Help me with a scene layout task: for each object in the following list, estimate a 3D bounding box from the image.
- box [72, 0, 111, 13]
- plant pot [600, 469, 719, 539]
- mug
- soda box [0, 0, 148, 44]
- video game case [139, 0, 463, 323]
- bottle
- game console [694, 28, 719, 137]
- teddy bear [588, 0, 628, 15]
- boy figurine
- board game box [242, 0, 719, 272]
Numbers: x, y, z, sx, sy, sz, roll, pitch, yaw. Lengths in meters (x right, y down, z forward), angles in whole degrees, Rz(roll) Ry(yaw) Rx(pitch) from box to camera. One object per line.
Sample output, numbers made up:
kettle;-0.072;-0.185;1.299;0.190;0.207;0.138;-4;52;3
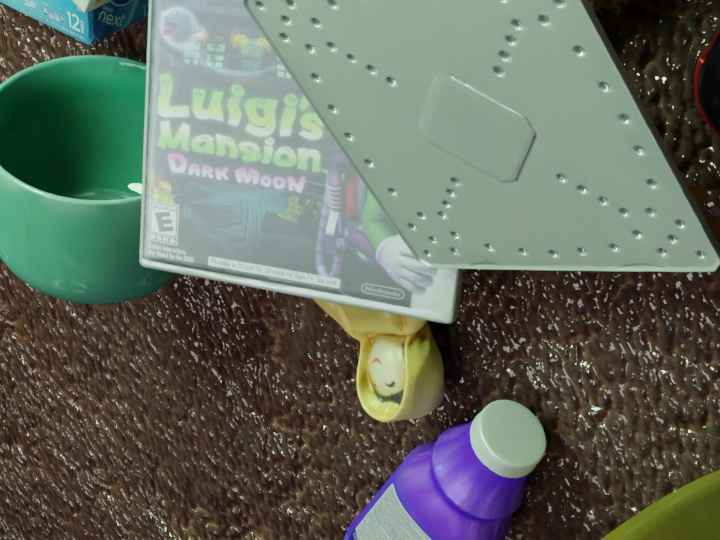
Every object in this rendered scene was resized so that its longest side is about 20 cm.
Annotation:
box;-0.126;-0.262;0.917;0.101;0.112;0.200;47;140;10
plant pot;0.186;0.227;0.892;0.200;0.176;0.200;47;138;9
mug;-0.163;-0.044;1.069;0.184;0.152;0.115;33;138;23
soda box;-0.226;-0.222;1.075;0.199;0.068;0.065;27;133;29
video game case;-0.030;-0.071;0.934;0.197;0.023;0.184;10;113;11
bottle;0.056;0.154;1.055;0.084;0.065;0.201;45;139;11
game console;0.259;-0.085;0.729;0.200;0.031;0.178;41;133;16
teddy bear;0.074;-0.181;0.761;0.200;0.066;0.147;-177;66;-77
boy figurine;0.000;0.000;1.009;0.123;0.064;0.202;-3;111;42
board game box;0.062;-0.078;0.803;0.199;0.026;0.201;2;137;44
